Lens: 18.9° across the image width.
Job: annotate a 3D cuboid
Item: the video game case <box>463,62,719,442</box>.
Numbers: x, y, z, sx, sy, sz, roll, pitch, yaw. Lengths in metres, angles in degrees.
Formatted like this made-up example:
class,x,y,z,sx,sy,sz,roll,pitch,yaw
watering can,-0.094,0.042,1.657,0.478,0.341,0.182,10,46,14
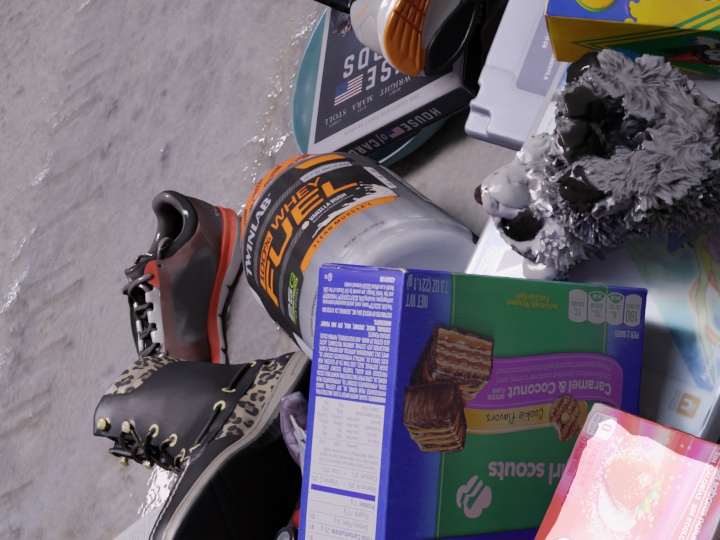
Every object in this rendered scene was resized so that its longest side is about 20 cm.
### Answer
class,x,y,z,sx,sy,sz,roll,pitch,yaw
video game case,0.156,-0.024,1.194,0.181,0.022,0.201,22,83,35

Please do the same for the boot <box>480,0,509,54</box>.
class,x,y,z,sx,sy,sz,roll,pitch,yaw
boot,0.122,-0.247,1.414,0.186,0.064,0.200,-40,40,9

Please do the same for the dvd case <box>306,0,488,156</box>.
class,x,y,z,sx,sy,sz,roll,pitch,yaw
dvd case,0.030,-0.176,1.471,0.150,0.025,0.202,-25,47,41

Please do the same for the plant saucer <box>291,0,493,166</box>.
class,x,y,z,sx,sy,sz,roll,pitch,yaw
plant saucer,0.027,-0.152,1.501,0.199,0.027,0.202,-31,43,35

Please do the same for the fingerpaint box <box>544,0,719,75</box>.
class,x,y,z,sx,sy,sz,roll,pitch,yaw
fingerpaint box,0.194,-0.212,1.169,0.165,0.073,0.202,7,76,12

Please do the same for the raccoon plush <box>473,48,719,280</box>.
class,x,y,z,sx,sy,sz,roll,pitch,yaw
raccoon plush,0.162,-0.032,1.153,0.134,0.198,0.097,104,-174,-63

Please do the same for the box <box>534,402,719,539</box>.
class,x,y,z,sx,sy,sz,roll,pitch,yaw
box,0.134,0.182,1.047,0.094,0.102,0.201,17,79,41

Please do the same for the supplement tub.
class,x,y,z,sx,sy,sz,roll,pitch,yaw
supplement tub,0.000,0.000,1.333,0.123,0.122,0.200,-58,28,4

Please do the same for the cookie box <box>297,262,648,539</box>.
class,x,y,z,sx,sy,sz,roll,pitch,yaw
cookie box,0.058,0.103,1.103,0.075,0.170,0.202,4,89,53

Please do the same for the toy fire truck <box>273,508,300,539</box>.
class,x,y,z,sx,sy,sz,roll,pitch,yaw
toy fire truck,-0.028,0.248,1.264,0.141,0.049,0.201,16,78,55

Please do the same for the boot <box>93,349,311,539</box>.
class,x,y,z,sx,sy,sz,roll,pitch,yaw
boot,-0.112,0.123,1.370,0.153,0.074,0.204,-1,36,35

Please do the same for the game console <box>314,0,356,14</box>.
class,x,y,z,sx,sy,sz,roll,pitch,yaw
game console,0.014,-0.284,1.450,0.116,0.174,0.202,122,169,-74

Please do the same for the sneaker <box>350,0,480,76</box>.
class,x,y,z,sx,sy,sz,roll,pitch,yaw
sneaker,0.058,-0.218,1.349,0.201,0.076,0.092,-53,33,-6

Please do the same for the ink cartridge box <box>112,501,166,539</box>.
class,x,y,z,sx,sy,sz,roll,pitch,yaw
ink cartridge box,-0.143,0.240,1.415,0.199,0.050,0.163,-36,34,26

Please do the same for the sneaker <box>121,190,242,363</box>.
class,x,y,z,sx,sy,sz,roll,pitch,yaw
sneaker,-0.143,0.034,1.537,0.077,0.082,0.202,-22,49,42

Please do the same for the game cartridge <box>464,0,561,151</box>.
class,x,y,z,sx,sy,sz,roll,pitch,yaw
game cartridge,0.155,-0.155,1.279,0.132,0.041,0.202,18,82,29

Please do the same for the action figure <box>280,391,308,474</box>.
class,x,y,z,sx,sy,sz,roll,pitch,yaw
action figure,0.015,0.145,1.234,0.200,0.129,0.070,-125,30,-55
